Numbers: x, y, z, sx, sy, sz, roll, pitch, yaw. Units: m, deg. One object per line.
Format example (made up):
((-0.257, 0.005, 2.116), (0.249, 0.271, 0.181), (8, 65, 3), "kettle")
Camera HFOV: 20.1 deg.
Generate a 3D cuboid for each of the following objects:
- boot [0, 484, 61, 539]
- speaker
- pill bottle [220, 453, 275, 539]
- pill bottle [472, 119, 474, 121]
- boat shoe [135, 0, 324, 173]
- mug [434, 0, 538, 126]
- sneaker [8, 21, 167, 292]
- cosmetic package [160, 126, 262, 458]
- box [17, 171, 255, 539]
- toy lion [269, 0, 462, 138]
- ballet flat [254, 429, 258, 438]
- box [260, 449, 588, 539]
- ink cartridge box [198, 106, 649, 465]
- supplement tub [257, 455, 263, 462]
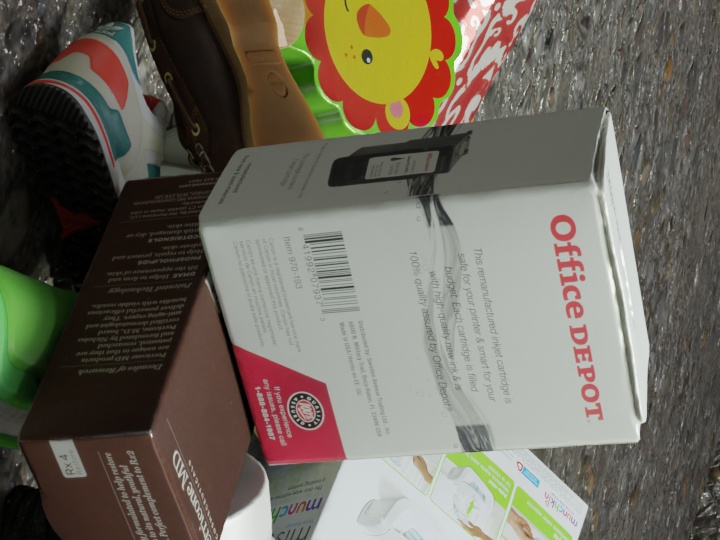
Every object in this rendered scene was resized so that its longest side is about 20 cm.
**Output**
((-0.162, 0.225, 1.161), (0.211, 0.079, 0.159), (62, 41, -61), "boot")
((-0.180, 0.040, 1.005), (0.200, 0.088, 0.089), (33, 69, -70), "speaker")
((-0.090, 0.201, 1.081), (0.114, 0.113, 0.202), (-46, 138, -59), "pill bottle")
((0.045, -0.027, 1.606), (0.106, 0.105, 0.202), (-21, 119, -69), "pill bottle")
((-0.070, -0.088, 1.134), (0.070, 0.070, 0.202), (3, 64, -55), "boat shoe")
((0.081, -0.196, 1.501), (0.177, 0.133, 0.201), (18, 102, -42), "mug")
((-0.130, -0.047, 1.130), (0.094, 0.070, 0.201), (-57, 149, -38), "sneaker")
((-0.099, 0.021, 1.236), (0.108, 0.084, 0.202), (-32, 128, -67), "cosmetic package")
((-0.098, 0.049, 1.012), (0.201, 0.074, 0.101), (-74, 154, -48), "box")
((-0.011, -0.182, 1.256), (0.191, 0.068, 0.202), (15, 75, -40), "toy lion")
((-0.016, 0.016, 1.238), (0.071, 0.070, 0.202), (65, 38, -60), "ballet flat")
((0.032, 0.171, 1.281), (0.200, 0.096, 0.177), (42, 52, -26), "box")
((0.038, 0.010, 1.005), (0.084, 0.198, 0.146), (-68, 149, -58), "ink cartridge box")
((-0.053, 0.190, 1.365), (0.146, 0.144, 0.201), (76, 29, -50), "supplement tub")
